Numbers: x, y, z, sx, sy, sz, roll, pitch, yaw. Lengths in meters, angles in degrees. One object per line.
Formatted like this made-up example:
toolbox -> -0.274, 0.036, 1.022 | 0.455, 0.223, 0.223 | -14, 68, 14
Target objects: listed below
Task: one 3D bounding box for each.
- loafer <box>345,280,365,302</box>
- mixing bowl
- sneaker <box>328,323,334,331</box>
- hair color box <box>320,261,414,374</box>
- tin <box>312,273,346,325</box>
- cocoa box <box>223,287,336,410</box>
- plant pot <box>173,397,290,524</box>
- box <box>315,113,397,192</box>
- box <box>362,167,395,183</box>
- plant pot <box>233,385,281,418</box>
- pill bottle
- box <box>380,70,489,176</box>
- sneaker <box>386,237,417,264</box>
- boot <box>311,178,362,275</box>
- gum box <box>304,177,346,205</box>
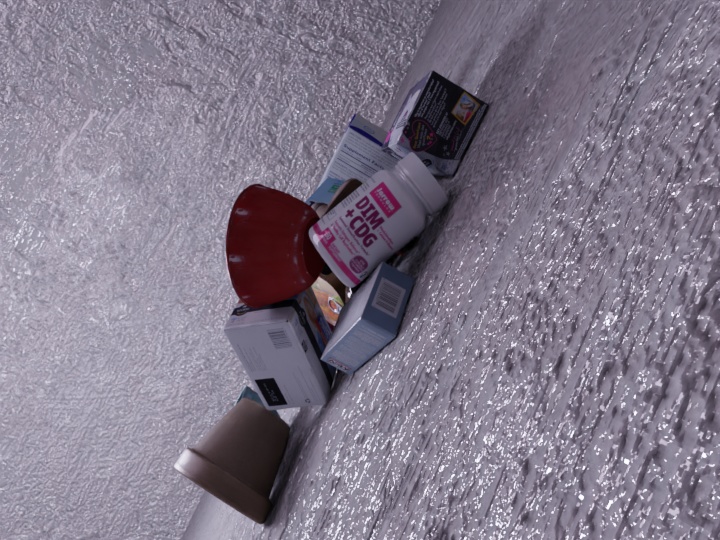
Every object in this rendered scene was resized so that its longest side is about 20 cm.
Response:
loafer -> 0.000, 0.000, 1.194 | 0.071, 0.072, 0.202 | -57, 10, 40
mixing bowl -> -0.120, -0.039, 0.983 | 0.200, 0.106, 0.205 | 1, -90, -69
sneaker -> -0.080, 0.134, 1.311 | 0.201, 0.080, 0.089 | -62, 1, -42
hair color box -> 0.007, 0.080, 0.941 | 0.200, 0.060, 0.100 | -50, 15, 58
tin -> -0.088, 0.036, 1.251 | 0.042, 0.198, 0.113 | -36, -39, -30
cocoa box -> -0.135, 0.132, 1.107 | 0.132, 0.131, 0.203 | -72, -33, -53
plant pot -> -0.220, 0.347, 1.149 | 0.176, 0.199, 0.200 | -57, 5, -23
box -> 0.015, -0.230, 1.449 | 0.201, 0.182, 0.106 | -57, 8, 31
box -> 0.032, -0.123, 1.189 | 0.199, 0.047, 0.124 | -34, -35, -54
plant pot -> -0.235, 0.372, 1.325 | 0.203, 0.132, 0.201 | -62, 8, 15
pill bottle -> 0.028, -0.078, 0.921 | 0.199, 0.114, 0.113 | -39, 11, 5
box -> 0.118, -0.243, 1.051 | 0.134, 0.113, 0.200 | -62, 7, 5
sneaker -> 0.032, -0.059, 1.069 | 0.199, 0.078, 0.097 | -32, 44, 43
boot -> -0.060, -0.092, 1.107 | 0.203, 0.069, 0.147 | -66, 25, 18
gum box -> -0.059, -0.110, 1.297 | 0.201, 0.168, 0.045 | -51, -42, -29
